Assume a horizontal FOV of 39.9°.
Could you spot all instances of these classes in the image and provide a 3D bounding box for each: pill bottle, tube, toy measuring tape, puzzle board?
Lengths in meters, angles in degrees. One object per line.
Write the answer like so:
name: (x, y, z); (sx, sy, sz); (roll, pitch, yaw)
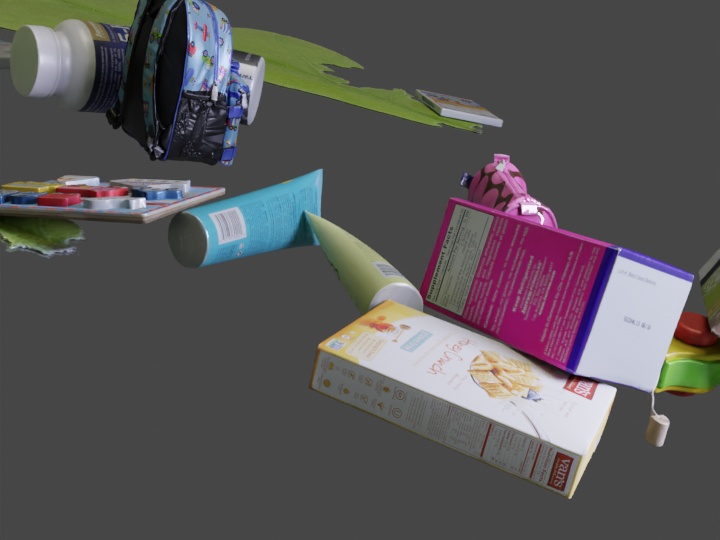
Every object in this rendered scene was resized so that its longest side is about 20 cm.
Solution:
pill bottle: (-0.249, -0.291, 1.487); (0.197, 0.108, 0.106); (13, 18, -2)
pill bottle: (-0.357, -0.272, 1.333); (0.198, 0.121, 0.119); (-4, 25, -43)
tube: (-0.095, -0.046, 0.948); (0.050, 0.079, 0.199); (16, 20, 32)
toy measuring tape: (0.276, 0.089, 0.834); (0.073, 0.074, 0.200); (17, 28, 9)
tube: (0.000, 0.000, 0.913); (0.051, 0.059, 0.200); (-9, 25, -15)
puzzle board: (-0.245, -0.069, 0.906); (0.197, 0.018, 0.151); (5, 15, 18)

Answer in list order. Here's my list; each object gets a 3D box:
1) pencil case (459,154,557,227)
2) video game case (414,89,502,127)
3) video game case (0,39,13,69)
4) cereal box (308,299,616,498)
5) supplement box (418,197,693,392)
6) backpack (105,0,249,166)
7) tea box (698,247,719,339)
pencil case: (0.176, -0.070, 1.173); (0.090, 0.095, 0.200); (11, 19, -9)
video game case: (0.210, -0.353, 2.154); (0.141, 0.018, 0.200); (8, 19, -17)
video game case: (-0.606, -0.335, 1.489); (0.180, 0.022, 0.200); (21, 20, 18)
cereal box: (0.080, 0.086, 0.728); (0.198, 0.040, 0.144); (20, 18, 17)
supplement box: (0.154, 0.015, 0.826); (0.100, 0.105, 0.199); (15, 7, -36)
backpack: (-0.219, -0.248, 1.233); (0.133, 0.202, 0.182); (0, 21, -35)
tea box: (0.419, 0.040, 0.867); (0.199, 0.134, 0.197); (39, 20, 4)
